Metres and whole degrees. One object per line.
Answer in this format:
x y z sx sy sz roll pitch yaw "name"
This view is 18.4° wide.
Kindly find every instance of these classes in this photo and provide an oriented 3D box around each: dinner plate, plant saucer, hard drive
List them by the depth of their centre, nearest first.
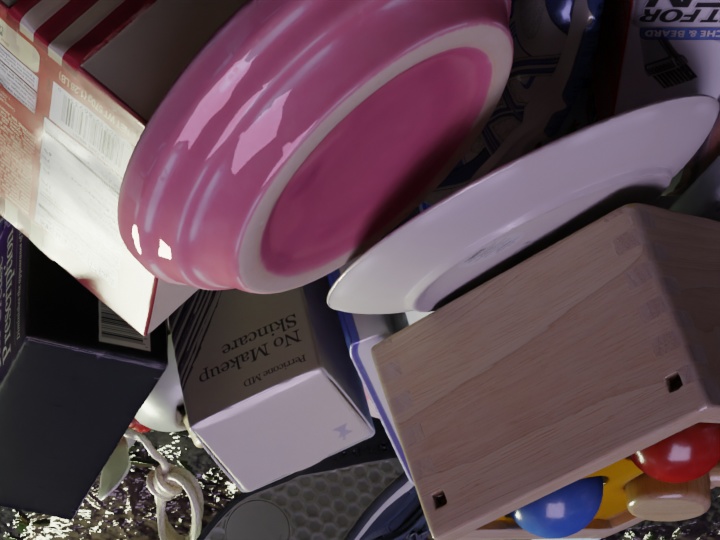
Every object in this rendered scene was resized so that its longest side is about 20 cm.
-0.008 -0.060 0.919 0.200 0.051 0.201 -38 161 -15 "plant saucer"
0.078 -0.021 1.015 0.200 0.024 0.200 -25 167 -6 "dinner plate"
0.000 0.000 1.183 0.025 0.200 0.132 -20 139 4 "hard drive"

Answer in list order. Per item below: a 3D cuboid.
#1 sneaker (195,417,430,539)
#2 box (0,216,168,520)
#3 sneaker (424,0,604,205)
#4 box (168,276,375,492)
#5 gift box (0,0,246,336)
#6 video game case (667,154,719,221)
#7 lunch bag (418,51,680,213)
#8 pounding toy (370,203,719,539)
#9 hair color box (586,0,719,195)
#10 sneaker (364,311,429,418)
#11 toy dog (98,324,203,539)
-0.026 0.171 1.422 0.202 0.077 0.146 -36 160 -18 "sneaker"
-0.161 0.006 1.163 0.079 0.200 0.141 12 136 -20 "box"
0.058 -0.097 1.064 0.088 0.075 0.200 20 136 -2 "sneaker"
-0.058 0.013 1.188 0.082 0.200 0.068 -26 136 9 "box"
-0.078 -0.113 1.004 0.184 0.187 0.200 42 149 9 "gift box"
0.245 -0.023 1.118 0.182 0.022 0.200 9 145 -24 "video game case"
0.131 -0.039 1.196 0.200 0.076 0.161 -10 108 0 "lunch bag"
0.151 0.068 1.067 0.184 0.142 0.200 -30 158 31 "pounding toy"
0.173 -0.120 1.047 0.111 0.064 0.200 -2 144 -2 "hair color box"
0.052 0.031 1.325 0.200 0.075 0.105 -18 137 24 "sneaker"
-0.139 0.083 1.331 0.096 0.132 0.200 -13 146 -40 "toy dog"
